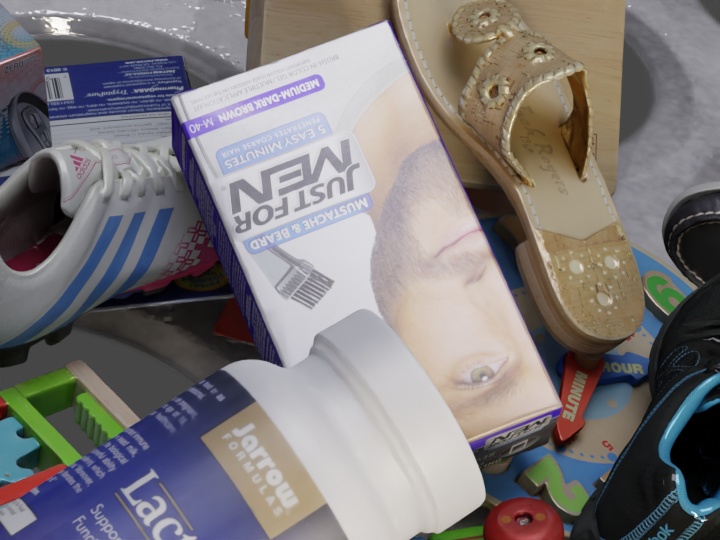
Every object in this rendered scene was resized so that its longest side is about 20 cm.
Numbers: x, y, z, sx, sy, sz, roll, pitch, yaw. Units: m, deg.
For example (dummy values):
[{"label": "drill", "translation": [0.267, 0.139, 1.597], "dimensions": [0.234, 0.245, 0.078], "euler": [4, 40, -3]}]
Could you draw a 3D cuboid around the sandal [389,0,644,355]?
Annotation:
[{"label": "sandal", "translation": [0.089, -0.069, 1.327], "dimensions": [0.078, 0.070, 0.212], "euler": [-15, 75, -34]}]

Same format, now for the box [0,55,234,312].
[{"label": "box", "translation": [-0.131, -0.034, 1.412], "dimensions": [0.121, 0.032, 0.200], "euler": [-5, 39, -10]}]

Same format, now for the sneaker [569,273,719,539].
[{"label": "sneaker", "translation": [0.164, 0.065, 1.283], "dimensions": [0.073, 0.082, 0.200], "euler": [32, 49, -4]}]

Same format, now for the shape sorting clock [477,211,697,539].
[{"label": "shape sorting clock", "translation": [0.101, 0.048, 1.344], "dimensions": [0.200, 0.039, 0.200], "euler": [14, 48, -16]}]

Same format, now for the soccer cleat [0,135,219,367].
[{"label": "soccer cleat", "translation": [-0.112, -0.030, 1.315], "dimensions": [0.070, 0.086, 0.200], "euler": [31, 47, 31]}]

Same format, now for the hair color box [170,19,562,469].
[{"label": "hair color box", "translation": [0.000, 0.000, 1.274], "dimensions": [0.109, 0.065, 0.200], "euler": [-21, 74, -11]}]

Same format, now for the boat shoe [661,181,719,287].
[{"label": "boat shoe", "translation": [0.244, 0.016, 1.430], "dimensions": [0.200, 0.074, 0.060], "euler": [24, 33, 3]}]

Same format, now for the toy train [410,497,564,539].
[{"label": "toy train", "translation": [0.043, 0.186, 1.151], "dimensions": [0.115, 0.085, 0.200], "euler": [-8, 41, -8]}]

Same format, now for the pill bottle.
[{"label": "pill bottle", "translation": [-0.056, 0.107, 1.136], "dimensions": [0.200, 0.116, 0.116], "euler": [-33, 51, -11]}]

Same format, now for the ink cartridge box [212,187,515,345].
[{"label": "ink cartridge box", "translation": [0.027, -0.021, 1.434], "dimensions": [0.162, 0.050, 0.200], "euler": [15, 34, 6]}]

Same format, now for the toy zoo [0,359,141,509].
[{"label": "toy zoo", "translation": [-0.167, 0.113, 1.232], "dimensions": [0.200, 0.020, 0.131], "euler": [-20, 47, -35]}]

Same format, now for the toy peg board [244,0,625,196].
[{"label": "toy peg board", "translation": [0.024, -0.140, 1.426], "dimensions": [0.200, 0.200, 0.098], "euler": [6, -7, -26]}]

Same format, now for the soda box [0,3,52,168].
[{"label": "soda box", "translation": [-0.251, -0.064, 1.370], "dimensions": [0.200, 0.068, 0.064], "euler": [-25, 49, -23]}]
